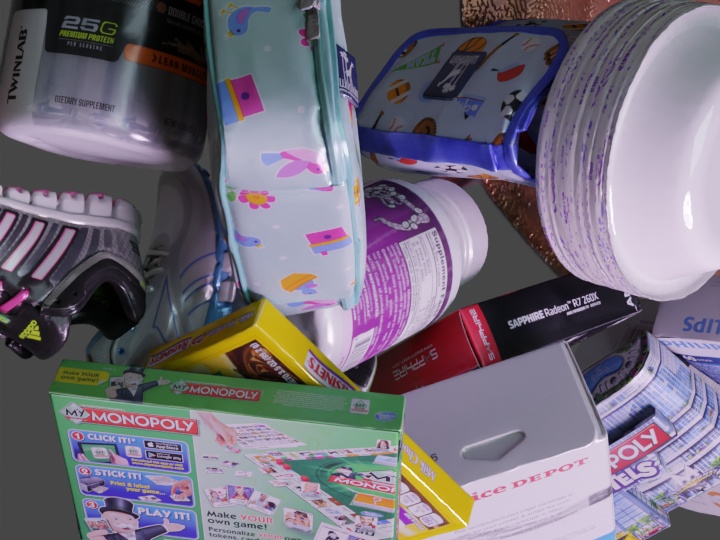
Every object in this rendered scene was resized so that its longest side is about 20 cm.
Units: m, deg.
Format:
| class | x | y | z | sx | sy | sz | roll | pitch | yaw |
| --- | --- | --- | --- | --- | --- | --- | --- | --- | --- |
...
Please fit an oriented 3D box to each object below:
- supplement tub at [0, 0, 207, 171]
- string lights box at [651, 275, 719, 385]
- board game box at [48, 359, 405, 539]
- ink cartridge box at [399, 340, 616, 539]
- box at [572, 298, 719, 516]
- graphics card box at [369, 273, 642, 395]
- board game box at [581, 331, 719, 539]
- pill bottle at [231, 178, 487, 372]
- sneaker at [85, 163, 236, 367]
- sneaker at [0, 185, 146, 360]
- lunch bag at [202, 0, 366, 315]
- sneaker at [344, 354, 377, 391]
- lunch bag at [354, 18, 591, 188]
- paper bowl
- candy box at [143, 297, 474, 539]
| class | x | y | z | sx | sy | sz | roll | pitch | yaw |
| --- | --- | --- | --- | --- | --- | --- | --- | --- | --- |
| supplement tub | -0.134 | -0.166 | 0.709 | 0.122 | 0.122 | 0.203 | 11 | 86 | -43 |
| string lights box | 0.339 | 0.070 | 1.025 | 0.199 | 0.102 | 0.060 | 31 | 73 | -40 |
| board game box | -0.074 | 0.119 | 0.727 | 0.029 | 0.197 | 0.136 | -78 | 172 | -50 |
| ink cartridge box | 0.102 | 0.154 | 0.896 | 0.143 | 0.084 | 0.201 | -18 | 144 | 1 |
| box | 0.297 | 0.128 | 1.146 | 0.098 | 0.124 | 0.201 | -54 | 127 | -25 |
| graphics card box | 0.112 | 0.052 | 0.959 | 0.199 | 0.125 | 0.051 | -14 | 76 | -41 |
| board game box | 0.191 | 0.146 | 1.028 | 0.199 | 0.199 | 0.062 | 36 | 33 | -27 |
| pill bottle | 0.000 | 0.000 | 0.855 | 0.199 | 0.111 | 0.114 | -25 | 111 | -46 |
| sneaker | -0.127 | 0.030 | 0.774 | 0.086 | 0.075 | 0.203 | 1 | 89 | -29 |
| sneaker | -0.196 | 0.006 | 0.683 | 0.199 | 0.074 | 0.088 | -1 | 62 | -47 |
| lunch bag | -0.039 | -0.081 | 0.679 | 0.201 | 0.076 | 0.162 | 86 | 0 | -59 |
| sneaker | -0.047 | 0.131 | 0.865 | 0.201 | 0.077 | 0.091 | -57 | 150 | -28 |
| lunch bag | 0.113 | -0.122 | 0.915 | 0.199 | 0.169 | 0.125 | -24 | 114 | -37 |
| paper bowl | 0.216 | -0.079 | 0.839 | 0.199 | 0.104 | 0.203 | -18 | 116 | -40 |
| candy box | -0.029 | 0.102 | 0.747 | 0.200 | 0.102 | 0.027 | 46 | 43 | -26 |
